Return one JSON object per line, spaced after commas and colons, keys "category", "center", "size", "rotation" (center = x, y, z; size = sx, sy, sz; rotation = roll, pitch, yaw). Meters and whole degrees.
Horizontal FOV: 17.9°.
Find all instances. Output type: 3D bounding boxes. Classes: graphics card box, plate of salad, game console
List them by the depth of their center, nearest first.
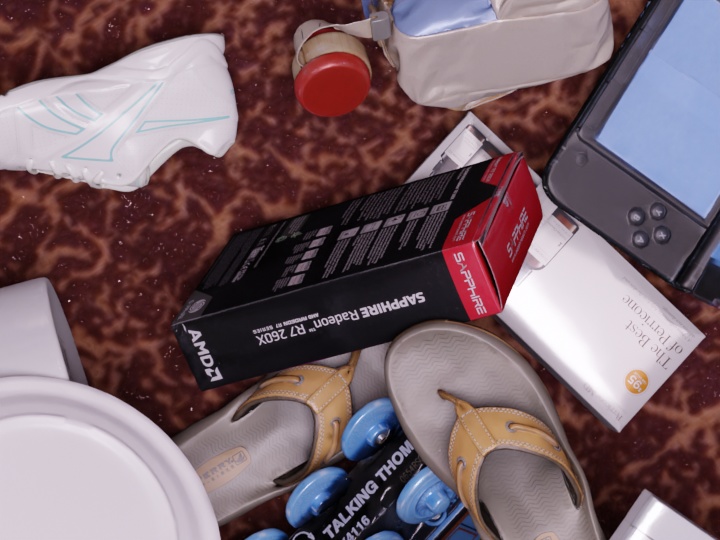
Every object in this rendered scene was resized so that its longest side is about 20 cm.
{"category": "plate of salad", "center": [-0.172, 0.151, 1.218], "size": [0.198, 0.048, 0.202], "rotation": [10, 59, -16]}
{"category": "graphics card box", "center": [0.000, 0.000, 1.326], "size": [0.198, 0.126, 0.051], "rotation": [-15, 112, 22]}
{"category": "game console", "center": [0.233, -0.084, 1.340], "size": [0.172, 0.119, 0.201], "rotation": [34, 86, -11]}

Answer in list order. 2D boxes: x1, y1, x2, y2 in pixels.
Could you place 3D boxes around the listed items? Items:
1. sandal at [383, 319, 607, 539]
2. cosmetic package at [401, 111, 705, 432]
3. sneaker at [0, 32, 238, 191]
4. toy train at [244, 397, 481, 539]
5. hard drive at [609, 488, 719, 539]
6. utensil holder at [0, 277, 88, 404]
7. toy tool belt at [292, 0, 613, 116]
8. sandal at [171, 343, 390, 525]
{"category": "sandal", "center": [0.078, 0.115, 1.226], "size": [0.081, 0.055, 0.201], "rotation": [-25, 80, 5]}
{"category": "cosmetic package", "center": [0.111, 0.001, 1.403], "size": [0.200, 0.051, 0.083], "rotation": [43, 90, -2]}
{"category": "sneaker", "center": [-0.169, -0.081, 1.385], "size": [0.198, 0.070, 0.081], "rotation": [-17, 94, -2]}
{"category": "toy train", "center": [0.007, 0.162, 1.368], "size": [0.200, 0.114, 0.087], "rotation": [-49, 55, 7]}
{"category": "hard drive", "center": [0.146, 0.235, 1.206], "size": [0.131, 0.027, 0.201], "rotation": [34, 91, -14]}
{"category": "utensil holder", "center": [-0.254, 0.109, 1.336], "size": [0.198, 0.170, 0.171], "rotation": [-16, 91, -4]}
{"category": "toy tool belt", "center": [0.048, -0.164, 1.382], "size": [0.198, 0.125, 0.124], "rotation": [-13, 49, -3]}
{"category": "sandal", "center": [-0.045, 0.090, 1.389], "size": [0.199, 0.055, 0.082], "rotation": [-32, 92, -1]}
